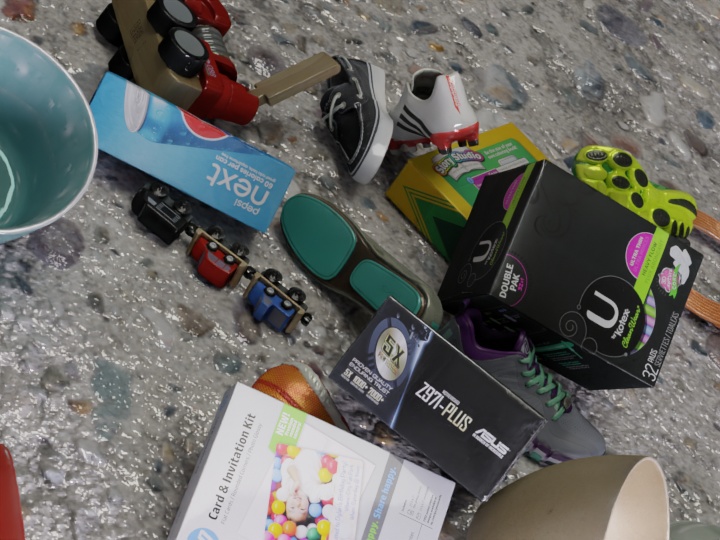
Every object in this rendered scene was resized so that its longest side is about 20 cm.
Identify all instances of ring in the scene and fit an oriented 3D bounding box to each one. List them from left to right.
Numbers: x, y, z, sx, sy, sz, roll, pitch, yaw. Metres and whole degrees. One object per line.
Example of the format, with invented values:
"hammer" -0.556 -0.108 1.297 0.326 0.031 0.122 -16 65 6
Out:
"ring" 0.393 -0.003 2.006 0.199 0.019 0.201 21 39 -18

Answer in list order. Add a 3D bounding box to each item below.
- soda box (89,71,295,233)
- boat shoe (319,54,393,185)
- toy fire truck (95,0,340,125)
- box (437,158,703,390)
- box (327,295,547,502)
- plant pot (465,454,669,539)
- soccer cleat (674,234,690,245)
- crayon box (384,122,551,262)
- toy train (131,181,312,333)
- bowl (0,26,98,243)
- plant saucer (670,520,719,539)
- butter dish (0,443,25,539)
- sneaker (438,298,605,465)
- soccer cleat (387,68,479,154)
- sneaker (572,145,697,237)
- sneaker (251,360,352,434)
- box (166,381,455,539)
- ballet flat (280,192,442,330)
"soda box" -0.164 -0.111 1.634 0.199 0.068 0.064 27 3 -11
"boat shoe" -0.010 -0.164 1.828 0.067 0.072 0.201 23 35 -18
"toy fire truck" -0.141 -0.221 1.764 0.199 0.129 0.177 19 37 -39
"box" 0.200 0.008 1.687 0.199 0.124 0.149 29 74 -18
"box" 0.065 0.110 1.479 0.163 0.086 0.200 38 -3 6
"plant pot" 0.160 0.244 1.430 0.133 0.202 0.200 6 27 26
"soccer cleat" 0.292 0.012 1.877 0.199 0.068 0.074 -17 87 -44
"crayon box" 0.151 -0.062 1.850 0.173 0.058 0.199 46 38 18
"toy train" -0.128 -0.010 1.594 0.199 0.034 0.046 37 40 4
"bowl" -0.330 -0.097 1.452 0.199 0.105 0.202 15 57 -25
"plant saucer" 0.348 0.302 1.599 0.199 0.050 0.201 22 38 -18
"butter dish" -0.284 0.241 1.108 0.198 0.148 0.200 -19 49 2
"sneaker" 0.156 0.109 1.634 0.199 0.088 0.075 31 36 -4
"soccer cleat" 0.066 -0.167 1.812 0.068 0.086 0.200 -15 10 -17
"sneaker" 0.289 -0.079 1.922 0.083 0.075 0.199 9 -13 46
"sneaker" -0.026 0.169 1.459 0.077 0.073 0.200 -34 71 -24
"box" -0.040 0.199 1.367 0.199 0.041 0.157 26 65 -10
"ballet flat" 0.000 0.000 1.662 0.200 0.068 0.064 41 5 29
